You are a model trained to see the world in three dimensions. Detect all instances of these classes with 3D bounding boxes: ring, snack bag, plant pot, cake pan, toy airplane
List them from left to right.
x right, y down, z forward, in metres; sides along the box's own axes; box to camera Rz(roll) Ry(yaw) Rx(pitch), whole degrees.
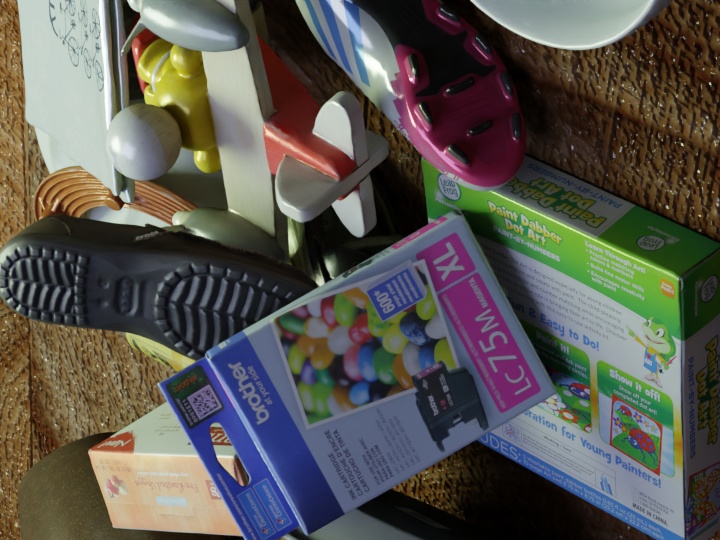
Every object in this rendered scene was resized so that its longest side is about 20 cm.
[{"bbox_3d":[-0.188,-0.158,1.725,0.200,0.021,0.190,-143,45,-59],"label":"snack bag"},{"bbox_3d":[-0.172,0.229,2.037,0.201,0.186,0.187,61,150,23],"label":"plant pot"},{"bbox_3d":[-0.135,0.004,1.830,0.200,0.019,0.201,25,151,15],"label":"ring"},{"bbox_3d":[-0.077,-0.083,1.596,0.201,0.141,0.199,67,163,1],"label":"toy airplane"},{"bbox_3d":[0.032,0.172,1.714,0.200,0.200,0.037,25,93,40],"label":"cake pan"}]

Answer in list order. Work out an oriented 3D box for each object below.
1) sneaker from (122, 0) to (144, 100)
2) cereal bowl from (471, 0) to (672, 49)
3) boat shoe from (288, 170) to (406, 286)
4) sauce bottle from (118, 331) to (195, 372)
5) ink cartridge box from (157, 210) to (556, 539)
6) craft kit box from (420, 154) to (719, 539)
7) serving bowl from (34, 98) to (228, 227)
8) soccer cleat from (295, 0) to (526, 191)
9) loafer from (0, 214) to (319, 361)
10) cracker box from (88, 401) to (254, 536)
[{"bbox_3d":[-0.140,-0.203,1.700,0.082,0.074,0.201,60,141,36],"label":"sneaker"},{"bbox_3d":[0.105,-0.217,1.359,0.200,0.083,0.201,34,141,33],"label":"cereal bowl"},{"bbox_3d":[0.001,-0.001,1.660,0.202,0.071,0.066,66,146,27],"label":"boat shoe"},{"bbox_3d":[-0.115,0.028,1.728,0.200,0.065,0.065,23,135,56],"label":"sauce bottle"},{"bbox_3d":[-0.002,0.066,1.562,0.120,0.199,0.042,61,178,-7],"label":"ink cartridge box"},{"bbox_3d":[0.124,0.040,1.586,0.200,0.048,0.198,28,139,38],"label":"craft kit box"},{"bbox_3d":[-0.159,-0.081,1.839,0.200,0.066,0.201,33,139,34],"label":"serving bowl"},{"bbox_3d":[0.025,-0.124,1.569,0.200,0.070,0.086,55,160,11],"label":"soccer cleat"},{"bbox_3d":[-0.111,0.001,1.604,0.199,0.071,0.073,15,122,-4],"label":"loafer"},{"bbox_3d":[-0.051,0.095,1.696,0.134,0.200,0.058,-2,112,43],"label":"cracker box"}]
